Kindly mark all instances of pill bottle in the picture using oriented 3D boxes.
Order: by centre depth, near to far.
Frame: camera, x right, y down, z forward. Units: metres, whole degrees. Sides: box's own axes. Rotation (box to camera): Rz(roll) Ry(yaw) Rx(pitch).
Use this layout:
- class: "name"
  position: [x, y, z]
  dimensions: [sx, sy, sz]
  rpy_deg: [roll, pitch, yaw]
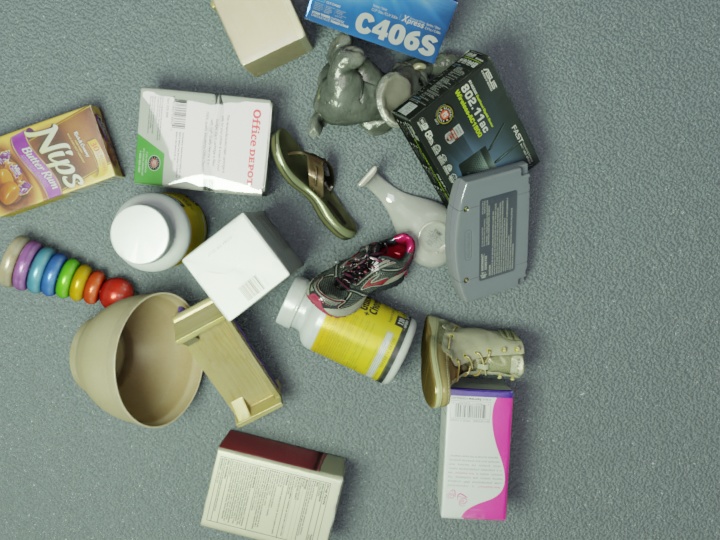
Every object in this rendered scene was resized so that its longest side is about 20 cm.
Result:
- class: "pill bottle"
  position: [-0.296, -0.058, 1.288]
  dimensions: [0.111, 0.200, 0.113]
  rpy_deg: [0, 95, 1]
- class: "pill bottle"
  position: [-0.023, 0.085, 1.345]
  dimensions: [0.199, 0.112, 0.112]
  rpy_deg: [25, 95, -1]

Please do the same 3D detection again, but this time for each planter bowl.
- class: "planter bowl"
  position: [-0.352, 0.132, 1.331]
  dimensions: [0.134, 0.200, 0.201]
  rpy_deg: [0, 95, 28]

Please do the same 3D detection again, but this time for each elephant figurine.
- class: "elephant figurine"
  position: [0.040, -0.264, 1.314]
  dimensions: [0.199, 0.142, 0.156]
  rpy_deg: [18, 125, -16]

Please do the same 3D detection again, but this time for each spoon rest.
- class: "spoon rest"
  position: [0.078, -0.087, 1.364]
  dimensions: [0.200, 0.061, 0.099]
  rpy_deg: [42, 96, -16]

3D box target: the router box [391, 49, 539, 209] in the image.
- class: "router box"
  position: [0.158, -0.195, 1.287]
  dimensions: [0.150, 0.062, 0.200]
  rpy_deg: [-39, 123, -7]

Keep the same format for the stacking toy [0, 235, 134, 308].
- class: "stacking toy"
  position: [-0.452, 0.017, 1.370]
  dimensions: [0.199, 0.085, 0.086]
  rpy_deg: [20, 95, -5]

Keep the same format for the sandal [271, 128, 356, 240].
- class: "sandal"
  position: [-0.062, -0.138, 1.342]
  dimensions: [0.057, 0.080, 0.201]
  rpy_deg: [-34, 103, 27]

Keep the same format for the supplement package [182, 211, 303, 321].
- class: "supplement package"
  position: [-0.166, -0.012, 1.296]
  dimensions: [0.114, 0.200, 0.110]
  rpy_deg: [-37, 92, 5]

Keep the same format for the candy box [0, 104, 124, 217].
- class: "candy box"
  position: [-0.483, -0.169, 1.364]
  dimensions: [0.199, 0.056, 0.117]
  rpy_deg: [-19, 93, 2]

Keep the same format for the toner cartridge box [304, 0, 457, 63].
- class: "toner cartridge box"
  position: [0.028, -0.374, 1.247]
  dimensions: [0.199, 0.043, 0.095]
  rpy_deg: [16, 117, -9]

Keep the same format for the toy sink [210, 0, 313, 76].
- class: "toy sink"
  position: [-0.164, -0.404, 1.299]
  dimensions: [0.112, 0.130, 0.201]
  rpy_deg: [-24, 95, 4]

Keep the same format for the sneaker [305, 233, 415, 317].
- class: "sneaker"
  position: [0.000, 0.000, 1.299]
  dimensions: [0.081, 0.200, 0.075]
  rpy_deg: [45, 139, 17]

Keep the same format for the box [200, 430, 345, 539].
- class: "box"
  position: [-0.133, 0.344, 1.372]
  dimensions: [0.199, 0.109, 0.129]
  rpy_deg: [14, 95, 0]

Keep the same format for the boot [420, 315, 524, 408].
- class: "boot"
  position: [0.169, 0.139, 1.308]
  dimensions: [0.154, 0.200, 0.072]
  rpy_deg: [9, 117, -1]

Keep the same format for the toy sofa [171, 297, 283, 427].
- class: "toy sofa"
  position: [-0.198, 0.130, 1.328]
  dimensions: [0.083, 0.098, 0.200]
  rpy_deg: [-27, 121, 3]

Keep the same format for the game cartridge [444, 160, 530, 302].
- class: "game cartridge"
  position: [0.189, -0.056, 1.310]
  dimensions: [0.133, 0.042, 0.201]
  rpy_deg: [-14, 120, -18]

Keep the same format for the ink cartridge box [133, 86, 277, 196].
- class: "ink cartridge box"
  position: [-0.233, -0.194, 1.340]
  dimensions: [0.199, 0.084, 0.147]
  rpy_deg: [7, 95, 1]

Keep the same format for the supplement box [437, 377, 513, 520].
- class: "supplement box"
  position: [0.175, 0.273, 1.362]
  dimensions: [0.101, 0.103, 0.201]
  rpy_deg: [3, 94, 0]
